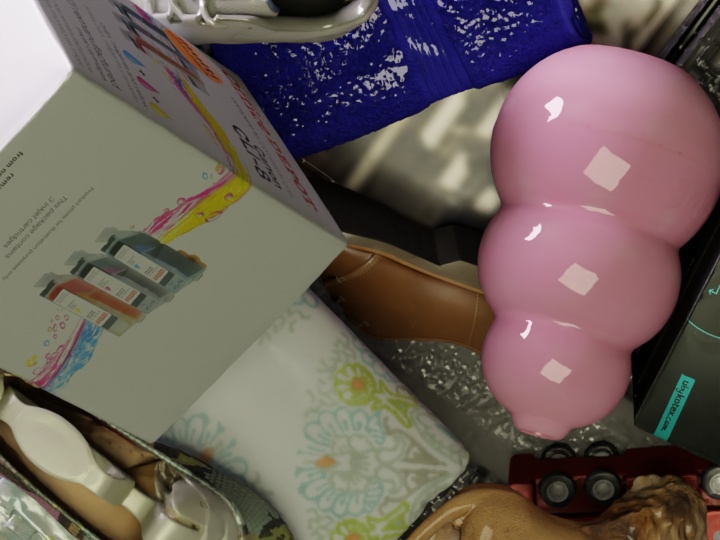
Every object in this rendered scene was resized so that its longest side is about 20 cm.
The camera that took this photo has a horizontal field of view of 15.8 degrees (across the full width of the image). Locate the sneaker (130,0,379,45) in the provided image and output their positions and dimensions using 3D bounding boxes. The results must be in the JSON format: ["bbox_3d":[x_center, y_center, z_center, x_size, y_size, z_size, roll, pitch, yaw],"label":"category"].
[{"bbox_3d":[-0.083,-0.144,1.292,0.199,0.087,0.075,-6,99,-13],"label":"sneaker"}]

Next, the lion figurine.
[{"bbox_3d":[0.092,0.149,1.351,0.199,0.073,0.123,16,113,-44],"label":"lion figurine"}]

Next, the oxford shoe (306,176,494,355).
[{"bbox_3d":[0.000,0.000,1.418,0.199,0.071,0.072,21,113,-3],"label":"oxford shoe"}]

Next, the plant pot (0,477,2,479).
[{"bbox_3d":[-0.166,0.039,1.401,0.173,0.200,0.200,-32,103,-3],"label":"plant pot"}]

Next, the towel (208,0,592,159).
[{"bbox_3d":[0.008,-0.149,1.377,0.199,0.050,0.148,-21,104,12],"label":"towel"}]

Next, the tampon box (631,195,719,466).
[{"bbox_3d":[0.262,0.039,1.371,0.199,0.126,0.150,24,110,-3],"label":"tampon box"}]

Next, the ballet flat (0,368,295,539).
[{"bbox_3d":[-0.116,0.105,1.245,0.200,0.071,0.069,34,87,-8],"label":"ballet flat"}]

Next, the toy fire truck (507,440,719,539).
[{"bbox_3d":[0.134,0.170,1.470,0.199,0.049,0.142,-3,108,6],"label":"toy fire truck"}]

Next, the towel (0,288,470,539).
[{"bbox_3d":[-0.071,0.105,1.313,0.200,0.048,0.171,-45,98,-7],"label":"towel"}]

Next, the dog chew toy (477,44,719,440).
[{"bbox_3d":[0.117,-0.012,1.347,0.124,0.125,0.201,14,82,1],"label":"dog chew toy"}]

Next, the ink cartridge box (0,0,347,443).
[{"bbox_3d":[-0.136,-0.043,1.204,0.145,0.146,0.200,-44,138,12],"label":"ink cartridge box"}]
